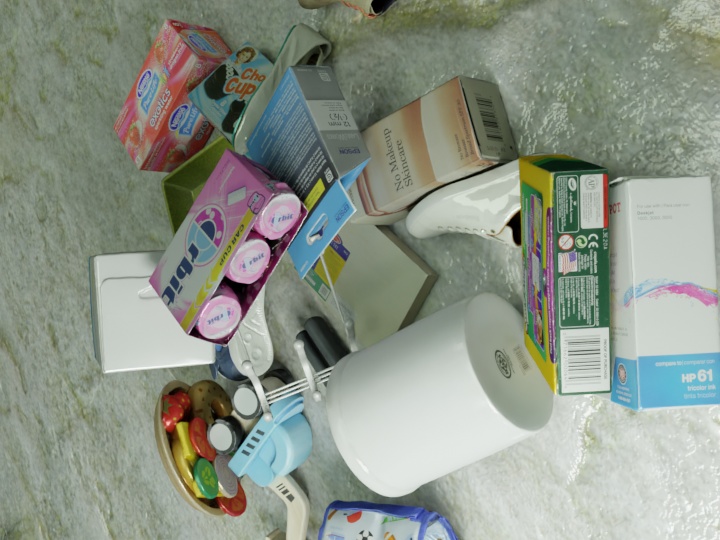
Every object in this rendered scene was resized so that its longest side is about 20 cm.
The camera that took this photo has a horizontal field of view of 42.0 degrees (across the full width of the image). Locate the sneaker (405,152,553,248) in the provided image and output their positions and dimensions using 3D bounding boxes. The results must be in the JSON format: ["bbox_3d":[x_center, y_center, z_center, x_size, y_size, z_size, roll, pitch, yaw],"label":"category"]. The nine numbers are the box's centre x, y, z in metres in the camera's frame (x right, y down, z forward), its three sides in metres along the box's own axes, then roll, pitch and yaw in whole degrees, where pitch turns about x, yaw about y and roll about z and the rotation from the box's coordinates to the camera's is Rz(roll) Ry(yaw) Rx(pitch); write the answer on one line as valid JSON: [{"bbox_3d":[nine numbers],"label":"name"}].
[{"bbox_3d":[0.134,-0.057,1.044,0.198,0.072,0.086,-22,74,38],"label":"sneaker"}]

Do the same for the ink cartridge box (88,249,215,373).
[{"bbox_3d":[-0.282,0.048,1.250,0.200,0.144,0.149,180,87,-72],"label":"ink cartridge box"}]

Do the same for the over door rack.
[{"bbox_3d":[-0.086,0.066,1.154,0.067,0.145,0.203,130,119,-82],"label":"over door rack"}]

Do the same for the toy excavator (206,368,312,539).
[{"bbox_3d":[-0.111,0.266,1.259,0.200,0.100,0.196,42,110,16],"label":"toy excavator"}]

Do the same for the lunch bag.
[{"bbox_3d":[0.040,0.374,1.106,0.168,0.123,0.204,-7,94,42],"label":"lunch bag"}]

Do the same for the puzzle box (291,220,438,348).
[{"bbox_3d":[0.000,0.000,1.195,0.200,0.025,0.134,45,119,32],"label":"puzzle box"}]

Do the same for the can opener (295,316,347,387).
[{"bbox_3d":[-0.027,0.145,1.200,0.053,0.066,0.201,-52,55,30],"label":"can opener"}]

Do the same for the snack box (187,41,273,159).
[{"bbox_3d":[-0.136,-0.214,1.267,0.116,0.037,0.200,-42,59,-5],"label":"snack box"}]

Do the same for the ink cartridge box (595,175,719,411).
[{"bbox_3d":[0.267,0.019,0.874,0.083,0.145,0.204,-4,89,-3],"label":"ink cartridge box"}]

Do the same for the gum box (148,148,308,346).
[{"bbox_3d":[-0.152,-0.031,1.089,0.113,0.066,0.202,43,105,41],"label":"gum box"}]

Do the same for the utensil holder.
[{"bbox_3d":[0.087,0.135,1.029,0.199,0.168,0.173,-31,71,36],"label":"utensil holder"}]

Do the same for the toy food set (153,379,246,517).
[{"bbox_3d":[-0.214,0.242,1.283,0.048,0.200,0.201,-24,73,11],"label":"toy food set"}]

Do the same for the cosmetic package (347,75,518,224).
[{"bbox_3d":[0.072,-0.134,1.088,0.198,0.086,0.105,-25,75,39],"label":"cosmetic package"}]

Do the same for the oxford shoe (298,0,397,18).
[{"bbox_3d":[-0.006,-0.349,1.166,0.198,0.070,0.076,-7,92,42],"label":"oxford shoe"}]

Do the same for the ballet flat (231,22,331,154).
[{"bbox_3d":[-0.096,-0.230,1.206,0.069,0.069,0.202,10,65,40],"label":"ballet flat"}]

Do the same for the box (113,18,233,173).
[{"bbox_3d":[-0.271,-0.253,1.383,0.103,0.094,0.201,53,122,28],"label":"box"}]

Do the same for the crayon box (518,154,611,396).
[{"bbox_3d":[0.195,-0.004,0.906,0.057,0.173,0.204,-3,101,2],"label":"crayon box"}]

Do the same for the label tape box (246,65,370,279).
[{"bbox_3d":[-0.054,-0.115,1.101,0.144,0.065,0.202,-50,58,46],"label":"label tape box"}]

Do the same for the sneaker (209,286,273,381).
[{"bbox_3d":[-0.185,0.051,1.281,0.146,0.079,0.204,-9,93,59],"label":"sneaker"}]

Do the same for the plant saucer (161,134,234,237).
[{"bbox_3d":[-0.193,-0.076,1.349,0.198,0.047,0.203,-26,74,39],"label":"plant saucer"}]
